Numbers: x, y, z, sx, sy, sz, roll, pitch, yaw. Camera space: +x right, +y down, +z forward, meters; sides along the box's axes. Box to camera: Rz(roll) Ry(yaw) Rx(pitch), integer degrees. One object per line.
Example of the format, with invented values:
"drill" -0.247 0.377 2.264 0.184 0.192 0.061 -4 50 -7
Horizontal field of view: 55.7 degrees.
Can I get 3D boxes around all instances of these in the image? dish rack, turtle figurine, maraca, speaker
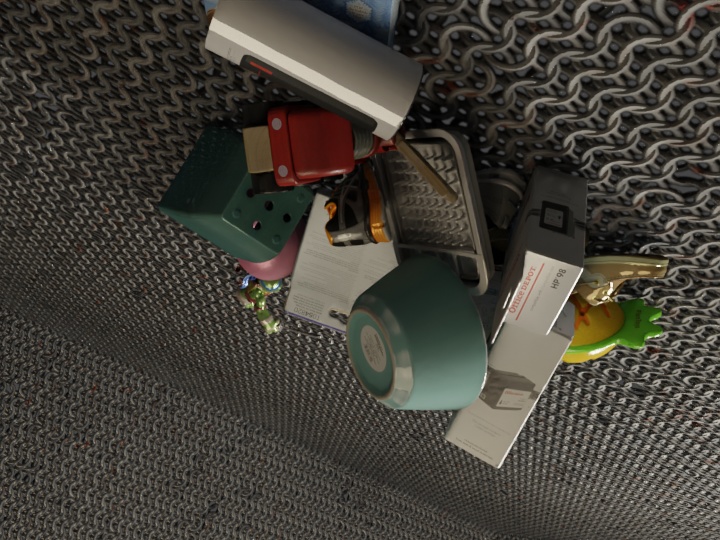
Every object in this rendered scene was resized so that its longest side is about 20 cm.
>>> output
"dish rack" 0.093 -0.076 0.831 0.171 0.043 0.202 12 123 56
"turtle figurine" -0.140 0.039 1.232 0.198 0.146 0.193 0 -177 -24
"maraca" 0.333 0.077 0.997 0.198 0.138 0.108 -4 122 25
"speaker" -0.043 -0.204 0.648 0.198 0.082 0.081 24 155 -13

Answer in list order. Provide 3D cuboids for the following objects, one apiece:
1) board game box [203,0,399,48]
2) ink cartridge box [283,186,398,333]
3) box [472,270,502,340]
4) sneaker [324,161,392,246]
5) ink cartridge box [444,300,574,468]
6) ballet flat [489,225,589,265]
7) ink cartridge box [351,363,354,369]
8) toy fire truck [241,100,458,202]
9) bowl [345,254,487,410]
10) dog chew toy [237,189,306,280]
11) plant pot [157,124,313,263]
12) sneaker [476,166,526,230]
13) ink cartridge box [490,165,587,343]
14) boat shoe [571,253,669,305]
"board game box" -0.060 -0.272 0.668 0.198 0.044 0.200 17 154 4
"ink cartridge box" 0.000 0.000 1.034 0.197 0.202 0.041 19 -161 1
"box" 0.223 0.125 1.112 0.096 0.178 0.200 6 151 27
"sneaker" -0.010 -0.085 0.874 0.076 0.200 0.079 -16 110 2
"ink cartridge box" 0.197 0.130 0.897 0.083 0.202 0.145 27 -159 9
"ballet flat" 0.222 -0.030 0.950 0.198 0.047 0.067 -6 146 42
"ink cartridge box" 0.088 0.090 1.112 0.145 0.202 0.083 5 150 27
"toy fire truck" -0.005 -0.128 0.747 0.198 0.130 0.176 -1 -168 28
"bowl" 0.053 0.090 0.842 0.104 0.203 0.201 -15 171 -28
"dog chew toy" -0.177 -0.075 1.071 0.200 0.125 0.124 40 149 -23
"plant pot" -0.155 -0.094 0.901 0.141 0.142 0.200 34 175 -29
"sneaker" 0.119 -0.075 0.891 0.074 0.083 0.199 33 152 -29
"ink cartridge box" 0.207 -0.012 0.784 0.066 0.201 0.117 17 136 5
"boat shoe" 0.316 0.014 0.920 0.073 0.067 0.199 -1 177 -40
